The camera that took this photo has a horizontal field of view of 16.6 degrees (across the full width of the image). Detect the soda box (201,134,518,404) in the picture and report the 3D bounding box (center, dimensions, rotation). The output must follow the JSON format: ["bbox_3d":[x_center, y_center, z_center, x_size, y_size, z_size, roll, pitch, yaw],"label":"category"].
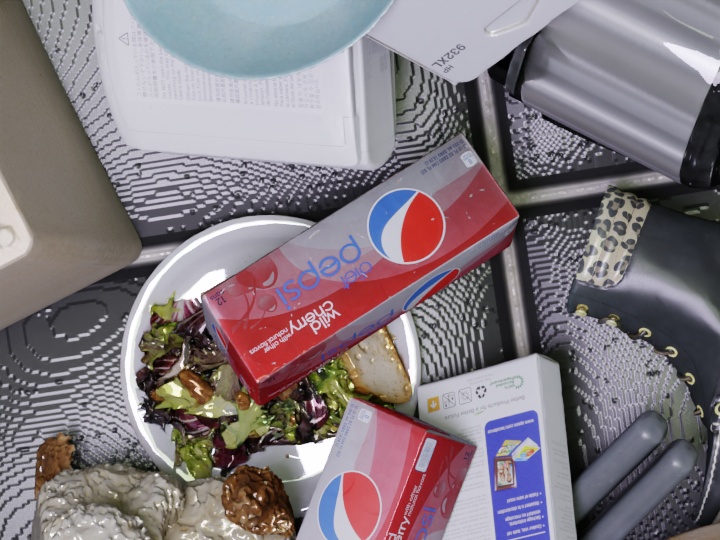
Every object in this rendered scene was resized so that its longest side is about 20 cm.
[{"bbox_3d":[0.000,0.000,1.568,0.199,0.063,0.070,-32,77,-10],"label":"soda box"}]

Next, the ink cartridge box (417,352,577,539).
[{"bbox_3d":[0.089,0.160,1.569,0.094,0.037,0.202,-17,65,32],"label":"ink cartridge box"}]

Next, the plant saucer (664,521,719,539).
[{"bbox_3d":[0.223,0.194,1.556,0.199,0.200,0.036,-17,68,3],"label":"plant saucer"}]

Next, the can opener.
[{"bbox_3d":[0.134,0.175,1.587,0.053,0.067,0.200,43,118,4],"label":"can opener"}]

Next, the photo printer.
[{"bbox_3d":[-0.078,-0.151,1.557,0.199,0.069,0.168,5,110,26],"label":"photo printer"}]

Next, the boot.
[{"bbox_3d":[0.204,0.054,1.599,0.153,0.073,0.205,17,99,7],"label":"boot"}]

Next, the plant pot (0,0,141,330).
[{"bbox_3d":[-0.276,-0.047,1.553,0.199,0.177,0.201,-27,94,4],"label":"plant pot"}]

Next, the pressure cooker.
[{"bbox_3d":[0.169,-0.166,1.524,0.199,0.176,0.180,28,95,12],"label":"pressure cooker"}]

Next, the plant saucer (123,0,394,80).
[{"bbox_3d":[-0.050,-0.205,1.428,0.199,0.039,0.203,-3,81,18],"label":"plant saucer"}]

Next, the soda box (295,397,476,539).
[{"bbox_3d":[-0.002,0.188,1.568,0.070,0.063,0.201,21,90,37],"label":"soda box"}]

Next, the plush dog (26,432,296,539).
[{"bbox_3d":[-0.126,0.181,1.593,0.170,0.161,0.201,5,138,-10],"label":"plush dog"}]

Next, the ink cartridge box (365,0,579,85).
[{"bbox_3d":[0.071,-0.235,1.446,0.083,0.201,0.145,24,139,-32],"label":"ink cartridge box"}]

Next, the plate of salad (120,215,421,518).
[{"bbox_3d":[-0.060,0.065,1.617,0.198,0.048,0.202,0,95,2],"label":"plate of salad"}]
